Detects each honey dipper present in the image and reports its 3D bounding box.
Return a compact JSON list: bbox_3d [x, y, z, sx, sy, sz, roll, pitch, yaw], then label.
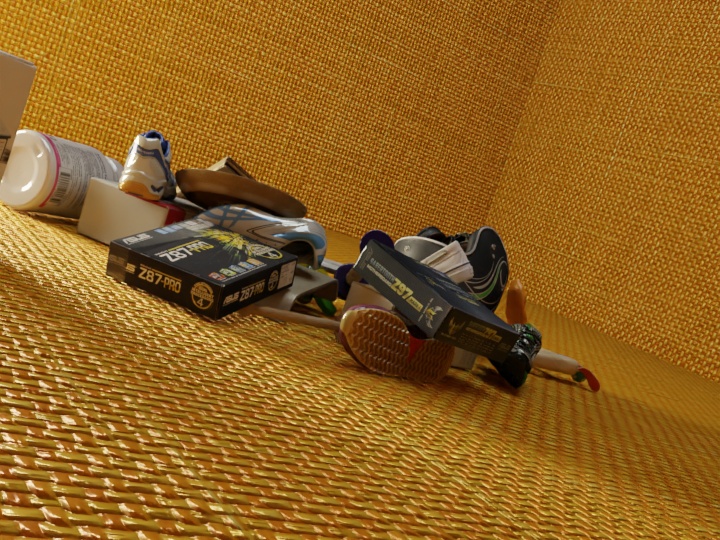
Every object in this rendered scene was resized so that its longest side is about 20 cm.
[{"bbox_3d":[-0.070,0.063,1.236,0.197,0.039,0.038,12,7,-31],"label":"honey dipper"}]

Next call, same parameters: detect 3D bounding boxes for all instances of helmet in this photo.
[{"bbox_3d":[0.138,0.018,1.608,0.198,0.204,0.190,22,42,35],"label":"helmet"}]

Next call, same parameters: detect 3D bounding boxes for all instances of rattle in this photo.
[{"bbox_3d":[0.339,0.117,1.709,0.195,0.146,0.130,13,-14,1],"label":"rattle"}]

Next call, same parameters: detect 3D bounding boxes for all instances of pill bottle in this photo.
[{"bbox_3d":[-0.444,-0.137,1.459,0.112,0.116,0.199,21,4,21],"label":"pill bottle"}]

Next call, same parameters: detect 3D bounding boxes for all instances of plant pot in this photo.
[{"bbox_3d":[-0.173,-0.099,1.395,0.196,0.028,0.200,13,-9,2],"label":"plant pot"}]

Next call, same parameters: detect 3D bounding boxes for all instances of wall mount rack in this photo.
[{"bbox_3d":[-0.070,0.014,1.582,0.196,0.076,0.174,19,8,-10],"label":"wall mount rack"}]

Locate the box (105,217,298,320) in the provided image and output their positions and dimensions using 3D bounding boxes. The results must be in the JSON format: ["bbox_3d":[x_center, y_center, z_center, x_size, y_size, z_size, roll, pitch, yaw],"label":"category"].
[{"bbox_3d":[-0.188,-0.006,1.191,0.158,0.050,0.199,19,17,19],"label":"box"}]

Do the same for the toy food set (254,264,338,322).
[{"bbox_3d":[-0.127,0.025,1.346,0.141,0.062,0.200,21,13,15],"label":"toy food set"}]

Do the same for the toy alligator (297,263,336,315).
[{"bbox_3d":[-0.103,-0.015,1.462,0.200,0.059,0.054,44,41,-6],"label":"toy alligator"}]

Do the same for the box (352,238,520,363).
[{"bbox_3d":[0.101,0.042,1.249,0.157,0.051,0.199,42,12,35],"label":"box"}]

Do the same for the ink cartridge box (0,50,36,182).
[{"bbox_3d":[-0.448,-0.149,1.031,0.144,0.204,0.086,20,5,22],"label":"ink cartridge box"}]

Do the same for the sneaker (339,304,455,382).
[{"bbox_3d":[0.027,0.083,1.183,0.089,0.076,0.199,27,-1,45],"label":"sneaker"}]

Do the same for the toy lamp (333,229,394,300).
[{"bbox_3d":[0.000,0.000,1.407,0.057,0.059,0.200,18,-20,-10],"label":"toy lamp"}]

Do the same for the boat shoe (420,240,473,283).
[{"bbox_3d":[0.075,0.015,1.493,0.196,0.068,0.074,-23,-3,8],"label":"boat shoe"}]

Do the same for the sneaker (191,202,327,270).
[{"bbox_3d":[-0.141,-0.042,1.330,0.195,0.073,0.074,6,49,-12],"label":"sneaker"}]

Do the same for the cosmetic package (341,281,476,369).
[{"bbox_3d":[0.076,0.080,1.393,0.198,0.073,0.104,16,6,-43],"label":"cosmetic package"}]

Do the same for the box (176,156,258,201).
[{"bbox_3d":[-0.206,-0.093,1.548,0.163,0.022,0.198,41,-35,-24],"label":"box"}]

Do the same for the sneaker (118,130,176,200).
[{"bbox_3d":[-0.290,-0.151,1.380,0.074,0.090,0.200,15,5,-9],"label":"sneaker"}]

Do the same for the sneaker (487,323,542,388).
[{"bbox_3d":[0.228,0.112,1.437,0.078,0.085,0.200,47,6,-1],"label":"sneaker"}]

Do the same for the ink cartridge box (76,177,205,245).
[{"bbox_3d":[-0.297,-0.067,1.442,0.142,0.085,0.199,20,5,21],"label":"ink cartridge box"}]
